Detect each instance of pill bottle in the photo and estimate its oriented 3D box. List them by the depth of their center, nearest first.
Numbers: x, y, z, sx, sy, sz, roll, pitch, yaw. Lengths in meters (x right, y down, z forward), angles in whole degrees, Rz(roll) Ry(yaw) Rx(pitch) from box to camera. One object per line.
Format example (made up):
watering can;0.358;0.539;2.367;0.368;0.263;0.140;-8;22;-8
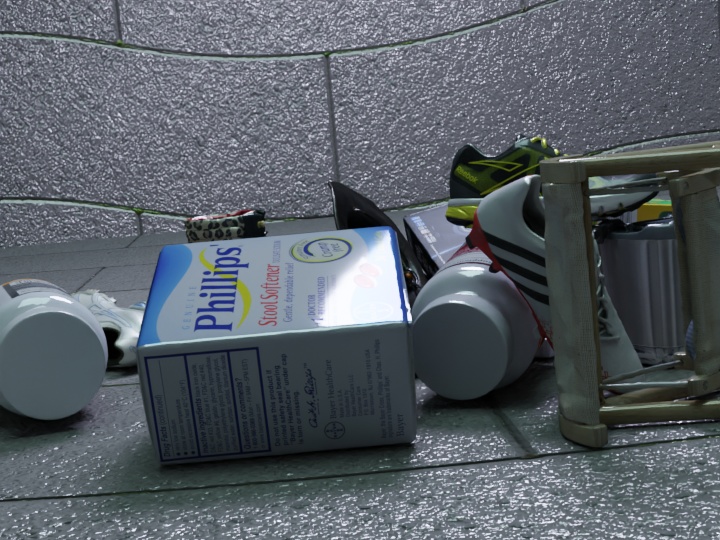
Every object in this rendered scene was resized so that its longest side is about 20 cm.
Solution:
pill bottle;0.109;0.038;1.155;0.112;0.114;0.200;-3;16;20
pill bottle;-0.295;0.072;1.209;0.116;0.117;0.200;-7;8;-19

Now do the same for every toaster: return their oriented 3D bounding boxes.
toaster;0.295;0.011;1.209;0.199;0.130;0.113;-9;7;-34

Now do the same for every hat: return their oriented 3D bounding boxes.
hat;0.000;0.000;1.346;0.081;0.201;0.201;-35;-1;15

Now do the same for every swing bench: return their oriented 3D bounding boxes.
swing bench;0.224;0.010;0.983;0.199;0.200;0.130;-6;6;-13

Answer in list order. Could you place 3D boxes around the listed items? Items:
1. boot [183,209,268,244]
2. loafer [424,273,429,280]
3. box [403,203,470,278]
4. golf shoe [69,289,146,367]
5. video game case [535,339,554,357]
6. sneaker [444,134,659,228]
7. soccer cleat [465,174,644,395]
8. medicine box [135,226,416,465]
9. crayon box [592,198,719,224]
boot;-0.087;0.013;1.380;0.202;0.155;0.073;-5;7;-3
loafer;0.052;0.030;1.499;0.070;0.068;0.201;-12;2;10
box;0.149;-0.030;1.477;0.159;0.044;0.200;-16;24;-5
golf shoe;-0.294;0.069;1.434;0.199;0.079;0.097;-2;13;36
video game case;0.142;0.061;1.366;0.181;0.022;0.200;-2;8;27
sneaker;0.174;-0.086;1.216;0.199;0.085;0.074;-4;-3;9
soccer cleat;0.170;0.013;1.059;0.085;0.200;0.069;-42;-5;40
medicine box;-0.062;0.053;1.032;0.199;0.103;0.182;-5;25;0
crayon box;0.330;-0.010;1.326;0.199;0.119;0.058;2;8;5
